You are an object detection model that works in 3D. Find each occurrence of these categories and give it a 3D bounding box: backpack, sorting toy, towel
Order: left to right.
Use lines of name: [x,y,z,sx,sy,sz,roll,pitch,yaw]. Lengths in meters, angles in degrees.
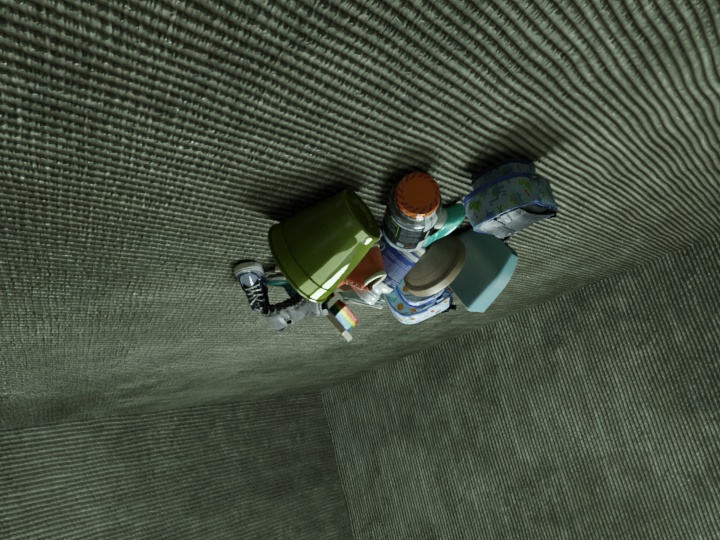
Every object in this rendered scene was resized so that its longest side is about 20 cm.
sorting toy: [-0.085,0.106,1.898,0.069,0.200,0.199,-41,168,-5]
towel: [0.008,0.075,1.958,0.129,0.035,0.200,13,-174,-4]
backpack: [0.167,0.062,1.915,0.188,0.202,0.155,-32,150,-1]
backpack: [0.334,-0.165,1.465,0.181,0.150,0.198,-28,165,35]

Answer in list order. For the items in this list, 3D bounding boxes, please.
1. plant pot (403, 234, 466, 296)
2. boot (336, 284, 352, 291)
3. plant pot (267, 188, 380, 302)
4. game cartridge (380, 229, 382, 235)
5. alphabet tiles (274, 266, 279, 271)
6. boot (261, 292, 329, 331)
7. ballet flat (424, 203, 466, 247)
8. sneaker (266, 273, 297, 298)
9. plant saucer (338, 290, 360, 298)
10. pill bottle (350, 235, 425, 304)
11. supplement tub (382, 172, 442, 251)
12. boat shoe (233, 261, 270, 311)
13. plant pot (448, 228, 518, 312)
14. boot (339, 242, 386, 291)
plant pot: [0.188,-0.037,1.764,0.198,0.203,0.093,-26,124,31]
boot: [0.000,0.000,1.765,0.197,0.078,0.155,-31,-165,-14]
plant pot: [-0.064,-0.068,1.370,0.191,0.203,0.199,-34,158,20]
game cartridge: [-0.060,-0.071,1.572,0.196,0.042,0.133,1,153,-30]
alphabet tiles: [-0.127,-0.013,1.678,0.194,0.015,0.196,-6,178,-1]
boot: [-0.182,0.088,1.675,0.170,0.070,0.202,-17,139,3]
ballet flat: [0.188,-0.115,1.646,0.069,0.069,0.199,13,148,-31]
sneaker: [-0.169,0.053,1.737,0.197,0.082,0.077,17,175,-34]
plant saucer: [0.026,0.017,1.837,0.196,0.039,0.202,-14,-157,6]
pill bottle: [0.066,-0.014,1.633,0.201,0.111,0.111,-50,156,9]
supplement tub: [0.115,-0.130,1.418,0.119,0.125,0.200,-13,164,-8]
boat shoe: [-0.277,0.047,1.672,0.073,0.095,0.200,-16,164,2]
plant pot: [0.352,-0.019,1.872,0.200,0.198,0.195,-44,160,15]
boot: [-0.019,0.015,1.578,0.199,0.109,0.074,-34,162,35]
